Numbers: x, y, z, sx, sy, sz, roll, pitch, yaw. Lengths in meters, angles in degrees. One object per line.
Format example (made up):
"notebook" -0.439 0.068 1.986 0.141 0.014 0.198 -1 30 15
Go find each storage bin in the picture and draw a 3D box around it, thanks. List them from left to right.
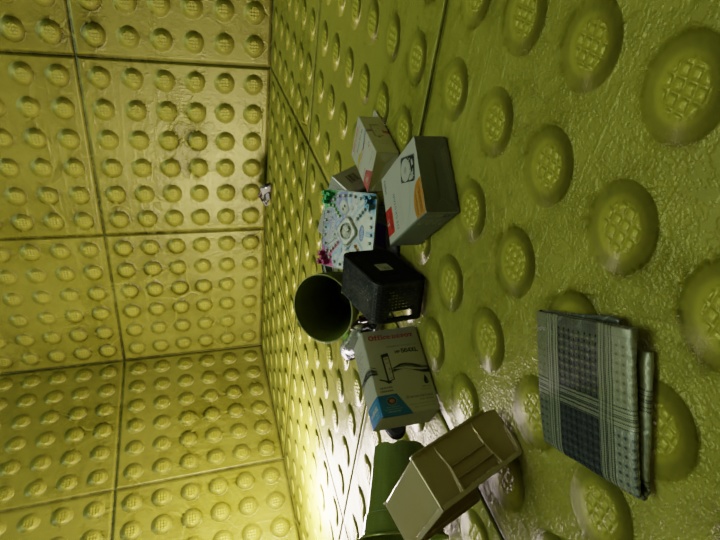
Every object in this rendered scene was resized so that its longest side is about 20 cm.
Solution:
"storage bin" 0.048 0.032 1.227 0.200 0.131 0.097 40 130 56
"storage bin" 0.156 0.358 0.908 0.094 0.194 0.204 51 145 31

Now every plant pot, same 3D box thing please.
"plant pot" -0.066 0.083 1.520 0.199 0.181 0.195 -29 -58 -64
"plant pot" 0.091 0.489 1.177 0.202 0.193 0.196 117 156 -56

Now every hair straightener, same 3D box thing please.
"hair straightener" 0.026 0.144 1.431 0.198 0.040 0.080 -30 59 53

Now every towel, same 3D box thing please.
"towel" 0.065 -0.065 1.368 0.143 0.022 0.208 -139 48 -66
"towel" 0.299 0.157 0.690 0.192 0.033 0.208 -169 74 -74

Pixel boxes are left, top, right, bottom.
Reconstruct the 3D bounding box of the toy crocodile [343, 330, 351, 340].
"toy crocodile" -0.048 0.130 1.684 0.061 0.066 0.208 -7 89 52

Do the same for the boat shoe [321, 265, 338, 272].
"boat shoe" -0.111 0.064 1.858 0.073 0.066 0.208 -164 71 -71

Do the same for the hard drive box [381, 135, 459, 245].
"hard drive box" 0.118 -0.158 1.103 0.200 0.074 0.162 135 129 -67

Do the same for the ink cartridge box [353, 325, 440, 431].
"ink cartridge box" 0.077 0.239 1.192 0.085 0.141 0.205 110 150 -52

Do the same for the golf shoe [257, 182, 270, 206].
"golf shoe" -0.562 -0.461 3.174 0.090 0.075 0.200 63 161 6

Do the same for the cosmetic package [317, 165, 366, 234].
"cosmetic package" -0.044 -0.181 1.497 0.084 0.107 0.203 40 139 20

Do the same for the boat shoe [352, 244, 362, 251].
"boat shoe" 0.007 -0.082 1.457 0.201 0.068 0.072 -108 38 -68

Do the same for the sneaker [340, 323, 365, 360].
"sneaker" -0.006 0.250 1.568 0.202 0.072 0.118 113 146 -52

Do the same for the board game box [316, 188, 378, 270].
"board game box" -0.040 -0.103 1.378 0.196 0.025 0.208 13 102 44

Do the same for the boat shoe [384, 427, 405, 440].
"boat shoe" 0.074 0.316 1.328 0.064 0.071 0.207 102 162 -59

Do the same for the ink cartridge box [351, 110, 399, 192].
"ink cartridge box" 0.029 -0.311 1.360 0.119 0.065 0.204 105 154 -43
